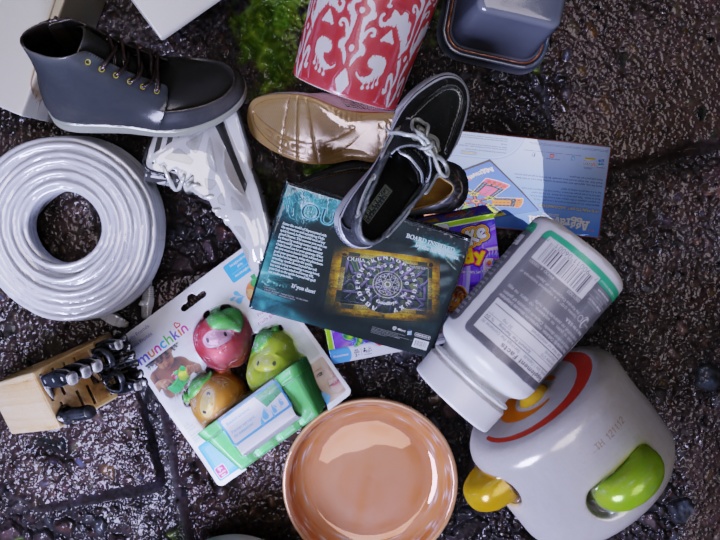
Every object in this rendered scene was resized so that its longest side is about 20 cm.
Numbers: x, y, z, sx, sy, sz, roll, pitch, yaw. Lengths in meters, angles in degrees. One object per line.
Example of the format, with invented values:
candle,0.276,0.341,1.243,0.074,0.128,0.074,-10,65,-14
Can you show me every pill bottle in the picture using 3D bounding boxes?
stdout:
pill bottle,0.155,0.055,0.724,0.113,0.113,0.200,41,93,-5

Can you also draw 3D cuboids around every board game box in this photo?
board game box,0.000,0.000,0.740,0.199,0.028,0.136,17,102,-10
board game box,0.053,0.015,0.791,0.198,0.045,0.135,-11,106,0
board game box,0.172,-0.097,0.804,0.198,0.019,0.104,6,96,-2

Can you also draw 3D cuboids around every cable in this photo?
cable,-0.310,-0.044,0.775,0.198,0.069,0.201,13,96,-2

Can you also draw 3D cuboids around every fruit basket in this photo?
fruit basket,-0.138,0.104,0.785,0.185,0.094,0.201,-35,93,3

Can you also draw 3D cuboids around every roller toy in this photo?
roller toy,0.212,0.175,0.755,0.200,0.183,0.140,-33,99,36

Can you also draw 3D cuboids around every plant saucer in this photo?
plant saucer,0.011,0.240,0.830,0.198,0.037,0.202,0,97,-1

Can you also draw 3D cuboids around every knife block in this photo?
knife block,-0.313,0.125,0.741,0.199,0.176,0.064,-23,95,2

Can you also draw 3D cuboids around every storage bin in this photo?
storage bin,0.151,-0.318,0.722,0.144,0.134,0.202,12,95,-3

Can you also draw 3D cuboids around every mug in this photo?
mug,0.027,-0.267,0.698,0.133,0.177,0.201,28,109,25

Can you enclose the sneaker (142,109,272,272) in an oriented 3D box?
sneaker,-0.163,-0.083,0.764,0.115,0.076,0.202,-17,87,-10

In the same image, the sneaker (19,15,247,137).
sneaker,-0.212,-0.186,0.691,0.198,0.106,0.075,-7,65,-6

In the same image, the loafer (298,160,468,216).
loafer,0.013,-0.085,0.768,0.198,0.072,0.073,-8,95,11

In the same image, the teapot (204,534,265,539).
teapot,-0.148,0.391,0.795,0.196,0.146,0.201,-17,76,-31

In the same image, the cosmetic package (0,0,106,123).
cosmetic package,-0.322,-0.259,0.735,0.073,0.104,0.201,22,96,-4

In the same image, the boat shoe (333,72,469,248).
boat shoe,0.048,-0.107,0.682,0.074,0.068,0.200,43,78,-16

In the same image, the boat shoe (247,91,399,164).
boat shoe,-0.019,-0.154,0.772,0.198,0.069,0.071,10,118,6

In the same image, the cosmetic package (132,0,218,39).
cosmetic package,-0.138,-0.321,0.717,0.199,0.104,0.073,-35,118,2
